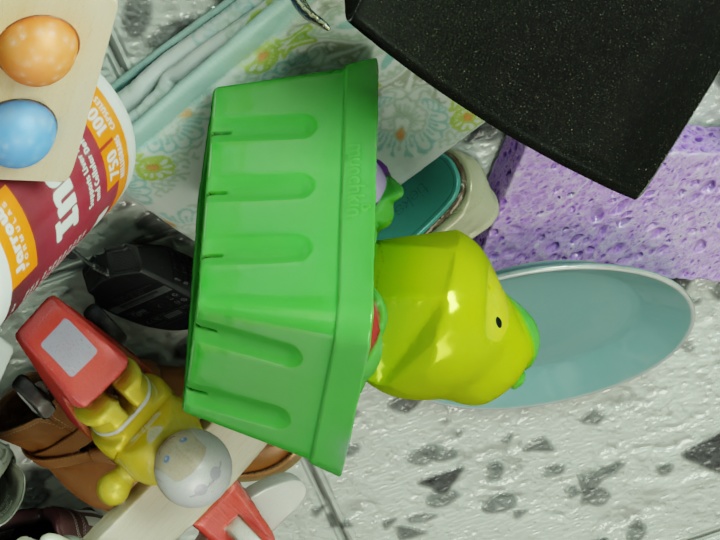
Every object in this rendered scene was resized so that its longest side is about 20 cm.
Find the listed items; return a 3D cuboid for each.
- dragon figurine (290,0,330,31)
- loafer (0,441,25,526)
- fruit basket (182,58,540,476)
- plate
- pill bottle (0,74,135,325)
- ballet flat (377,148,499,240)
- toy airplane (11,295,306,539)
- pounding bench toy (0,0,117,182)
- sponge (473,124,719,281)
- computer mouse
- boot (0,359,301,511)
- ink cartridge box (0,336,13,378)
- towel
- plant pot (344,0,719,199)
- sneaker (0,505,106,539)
[{"bbox_3d":[-0.032,-0.225,1.338,0.058,0.202,0.099,6,168,3],"label":"dragon figurine"},{"bbox_3d":[-0.238,0.130,1.669,0.070,0.070,0.200,-47,173,-9],"label":"loafer"},{"bbox_3d":[0.008,0.005,1.491,0.214,0.217,0.156,-4,140,-14],"label":"fruit basket"},{"bbox_3d":[0.112,0.035,1.744,0.199,0.026,0.200,-6,153,-3],"label":"plate"},{"bbox_3d":[-0.209,-0.028,1.437,0.112,0.200,0.114,16,130,20],"label":"pill bottle"},{"bbox_3d":[0.000,0.000,1.665,0.199,0.070,0.069,-34,137,17],"label":"ballet flat"},{"bbox_3d":[-0.103,0.116,1.603,0.198,0.141,0.202,1,97,-20],"label":"toy airplane"},{"bbox_3d":[-0.190,-0.159,1.343,0.123,0.157,0.201,2,136,-20],"label":"pounding bench toy"},{"bbox_3d":[0.171,-0.043,1.698,0.199,0.030,0.112,2,136,-21],"label":"sponge"},{"bbox_3d":[-0.158,-0.015,1.611,0.058,0.034,0.200,-20,145,36],"label":"computer mouse"},{"bbox_3d":[-0.116,0.079,1.706,0.200,0.074,0.154,-42,128,19],"label":"boot"},{"bbox_3d":[-0.311,0.027,1.520,0.144,0.084,0.200,4,152,35],"label":"ink cartridge box"},{"bbox_3d":[-0.040,-0.086,1.562,0.199,0.048,0.171,-34,136,19],"label":"towel"},{"bbox_3d":[0.093,-0.188,1.392,0.176,0.201,0.200,14,132,-17],"label":"plant pot"},{"bbox_3d":[-0.253,0.209,1.786,0.200,0.076,0.115,-40,152,11],"label":"sneaker"}]
